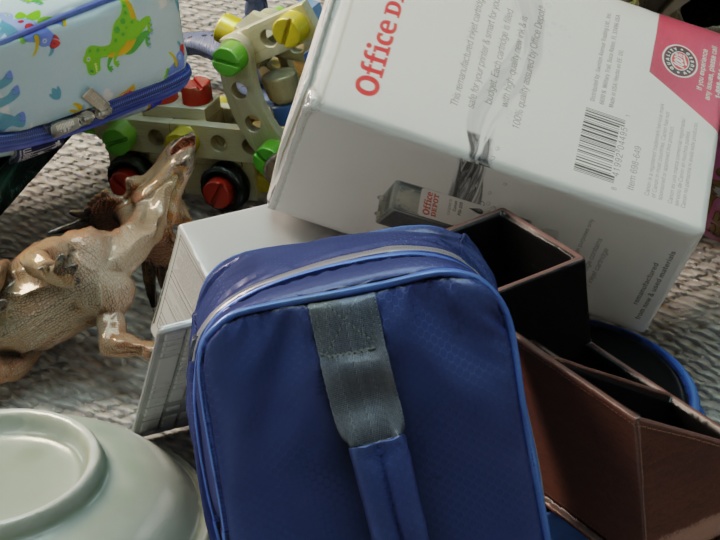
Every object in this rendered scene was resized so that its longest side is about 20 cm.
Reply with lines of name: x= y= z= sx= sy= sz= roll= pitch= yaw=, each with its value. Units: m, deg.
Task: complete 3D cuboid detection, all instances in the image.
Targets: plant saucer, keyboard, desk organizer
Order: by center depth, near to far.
desk organizer: x=0.092 y=0.048 z=1.149 sx=0.071 sy=0.077 sz=0.200 roll=-20 pitch=31 yaw=-24
plant saucer: x=-0.167 y=0.111 z=1.206 sx=0.199 sy=0.050 sz=0.200 roll=-5 pitch=27 yaw=2
keyboard: x=-0.073 y=0.047 z=1.209 sx=0.056 sy=0.011 sz=0.200 roll=-19 pitch=-13 yaw=-13

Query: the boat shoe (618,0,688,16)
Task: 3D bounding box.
boat shoe: x=0.120 y=-0.131 z=1.372 sx=0.060 sy=0.202 sz=0.072 roll=-10 pitch=63 yaw=-28

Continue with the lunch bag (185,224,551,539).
lunch bag: x=0.005 y=0.089 z=1.059 sx=0.135 sy=0.201 sz=0.132 roll=-11 pitch=10 yaw=1

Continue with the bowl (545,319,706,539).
bowl: x=0.065 y=0.080 z=1.222 sx=0.200 sy=0.040 sz=0.201 roll=-6 pitch=28 yaw=3

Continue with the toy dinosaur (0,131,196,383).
toy dinosaur: x=-0.164 y=0.011 z=1.366 sx=0.199 sy=0.086 sz=0.136 roll=-19 pitch=22 yaw=-1

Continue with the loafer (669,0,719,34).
loafer: x=0.191 y=-0.133 z=1.393 sx=0.075 sy=0.069 sz=0.200 roll=-24 pitch=25 yaw=-15

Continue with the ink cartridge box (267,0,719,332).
ink cartridge box: x=0.068 y=-0.073 z=1.282 sx=0.199 sy=0.085 sz=0.146 roll=20 pitch=47 yaw=-4

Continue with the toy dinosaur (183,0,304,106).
toy dinosaur: x=-0.052 y=-0.117 z=1.628 sx=0.199 sy=0.105 sz=0.181 roll=20 pitch=-7 yaw=-38

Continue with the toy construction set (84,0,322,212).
toy construction set: x=-0.096 y=-0.107 z=1.514 sx=0.199 sy=0.132 sz=0.092 roll=16 pitch=34 yaw=36

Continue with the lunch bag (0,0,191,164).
lunch bag: x=-0.198 y=-0.128 z=1.450 sx=0.160 sy=0.083 sz=0.200 roll=-25 pitch=29 yaw=-35

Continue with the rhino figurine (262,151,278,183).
rhino figurine: x=0.054 y=-0.044 z=1.439 sx=0.199 sy=0.060 sz=0.087 roll=8 pitch=22 yaw=21

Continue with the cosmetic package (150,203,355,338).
cosmetic package: x=0.000 y=0.000 z=1.311 sx=0.199 sy=0.083 sz=0.051 roll=-14 pitch=58 yaw=-27

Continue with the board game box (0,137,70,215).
board game box: x=-0.245 y=-0.059 z=1.442 sx=0.135 sy=0.028 sz=0.200 roll=1 pitch=24 yaw=13

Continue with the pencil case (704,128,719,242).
pencil case: x=0.232 y=-0.088 z=1.460 sx=0.083 sy=0.087 sz=0.200 roll=-18 pitch=21 yaw=28
